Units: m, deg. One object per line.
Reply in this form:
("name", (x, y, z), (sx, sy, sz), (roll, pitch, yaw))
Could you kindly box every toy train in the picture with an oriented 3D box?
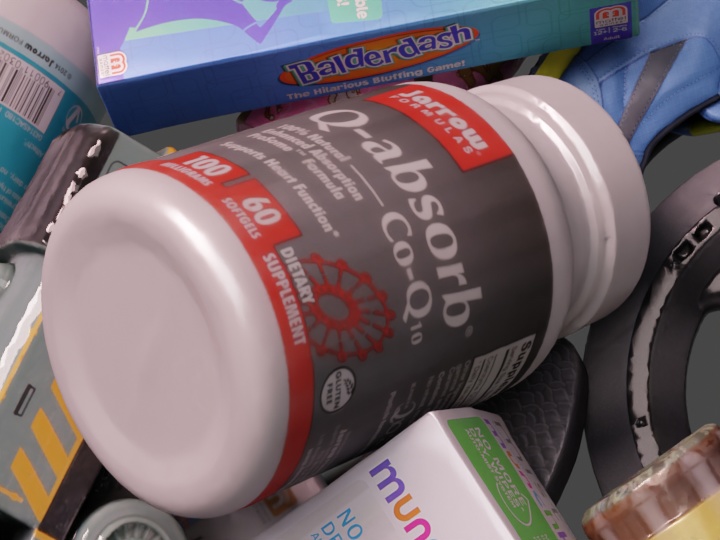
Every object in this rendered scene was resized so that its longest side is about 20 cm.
("toy train", (-0.098, 0.044, 0.919), (0.114, 0.085, 0.201), (31, 74, -17))

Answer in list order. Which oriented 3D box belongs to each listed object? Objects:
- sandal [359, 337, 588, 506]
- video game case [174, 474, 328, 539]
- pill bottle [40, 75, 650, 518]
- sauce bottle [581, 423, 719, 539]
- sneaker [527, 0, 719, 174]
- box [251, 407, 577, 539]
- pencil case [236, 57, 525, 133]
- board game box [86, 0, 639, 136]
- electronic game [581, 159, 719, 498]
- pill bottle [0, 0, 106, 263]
("sandal", (0.026, 0.113, 0.937), (0.076, 0.043, 0.201), (23, 86, 28))
("video game case", (-0.131, 0.068, 0.994), (0.181, 0.022, 0.201), (-33, 66, -1))
("pill bottle", (0.000, 0.000, 0.855), (0.199, 0.116, 0.116), (-21, 59, -41))
("sauce bottle", (0.153, 0.151, 0.859), (0.064, 0.065, 0.201), (-34, 82, -2))
("sneaker", (0.133, -0.102, 0.981), (0.078, 0.066, 0.201), (33, 80, 10))
("box", (0.022, 0.178, 0.846), (0.176, 0.097, 0.201), (-35, 76, 12))
("pencil case", (0.035, -0.106, 0.988), (0.082, 0.087, 0.201), (28, 78, 27))
("board game box", (-0.007, -0.143, 0.937), (0.198, 0.045, 0.153), (-11, 65, 2))
("electronic game", (0.181, 0.045, 0.922), (0.198, 0.042, 0.202), (-2, 77, 10))
("pill bottle", (-0.179, -0.021, 0.965), (0.110, 0.111, 0.201), (20, 74, 19))
